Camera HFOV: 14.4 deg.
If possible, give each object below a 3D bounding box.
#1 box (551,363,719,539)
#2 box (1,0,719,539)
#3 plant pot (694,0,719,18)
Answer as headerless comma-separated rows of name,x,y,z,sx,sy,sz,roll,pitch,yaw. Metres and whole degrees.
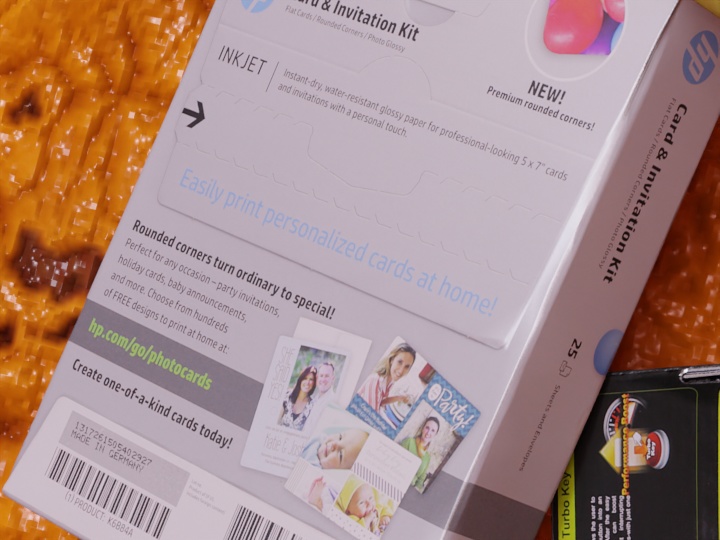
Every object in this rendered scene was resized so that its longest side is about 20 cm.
box,0.135,0.120,0.703,0.192,0.047,0.201,-8,80,41
box,0.000,0.000,0.781,0.156,0.041,0.201,22,90,40
plant pot,0.144,-0.161,0.679,0.199,0.194,0.196,9,125,42
